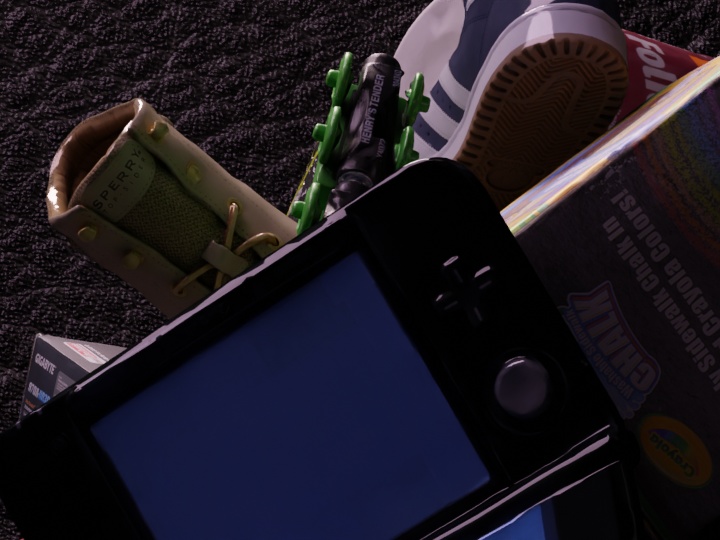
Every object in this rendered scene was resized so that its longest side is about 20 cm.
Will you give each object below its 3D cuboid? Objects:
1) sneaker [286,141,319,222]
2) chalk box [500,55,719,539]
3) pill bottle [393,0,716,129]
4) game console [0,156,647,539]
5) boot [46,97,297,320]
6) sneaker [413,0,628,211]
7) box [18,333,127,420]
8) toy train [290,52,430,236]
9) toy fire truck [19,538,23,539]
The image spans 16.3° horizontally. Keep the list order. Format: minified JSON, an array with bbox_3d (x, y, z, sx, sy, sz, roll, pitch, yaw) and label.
[{"bbox_3d":[0.000,0.000,1.175,0.200,0.076,0.076,87,-154,-72],"label":"sneaker"},{"bbox_3d":[0.091,0.027,0.886,0.200,0.125,0.124,-36,2,-17],"label":"chalk box"},{"bbox_3d":[0.117,-0.055,1.174,0.199,0.115,0.114,14,-28,-29],"label":"pill bottle"},{"bbox_3d":[-0.020,0.087,0.774,0.199,0.176,0.116,-32,-5,17],"label":"game console"},{"bbox_3d":[-0.043,0.005,0.996,0.073,0.155,0.200,-50,24,-1],"label":"boot"},{"bbox_3d":[0.052,-0.075,1.045,0.200,0.070,0.109,129,150,-50],"label":"sneaker"},{"bbox_3d":[-0.051,0.079,1.135,0.200,0.158,0.046,-157,77,-65],"label":"box"},{"bbox_3d":[-0.010,0.000,0.914,0.057,0.041,0.201,110,174,-48],"label":"toy train"},{"bbox_3d":[-0.064,0.158,1.133,0.167,0.113,0.200,-7,14,25],"label":"toy fire truck"}]
